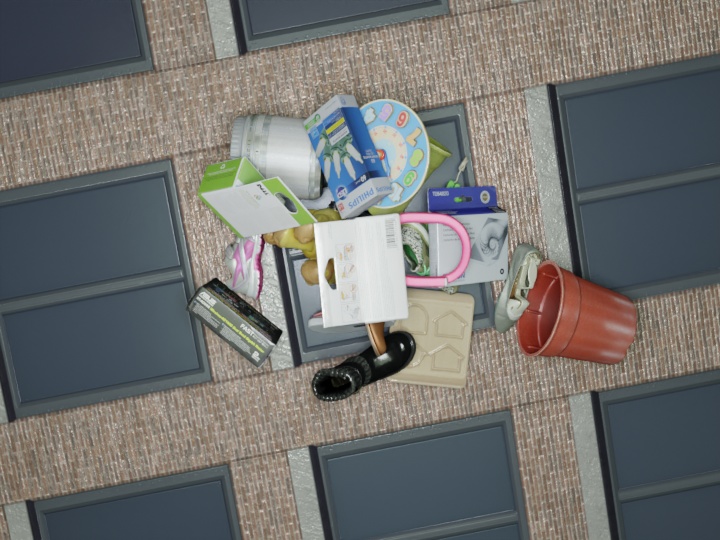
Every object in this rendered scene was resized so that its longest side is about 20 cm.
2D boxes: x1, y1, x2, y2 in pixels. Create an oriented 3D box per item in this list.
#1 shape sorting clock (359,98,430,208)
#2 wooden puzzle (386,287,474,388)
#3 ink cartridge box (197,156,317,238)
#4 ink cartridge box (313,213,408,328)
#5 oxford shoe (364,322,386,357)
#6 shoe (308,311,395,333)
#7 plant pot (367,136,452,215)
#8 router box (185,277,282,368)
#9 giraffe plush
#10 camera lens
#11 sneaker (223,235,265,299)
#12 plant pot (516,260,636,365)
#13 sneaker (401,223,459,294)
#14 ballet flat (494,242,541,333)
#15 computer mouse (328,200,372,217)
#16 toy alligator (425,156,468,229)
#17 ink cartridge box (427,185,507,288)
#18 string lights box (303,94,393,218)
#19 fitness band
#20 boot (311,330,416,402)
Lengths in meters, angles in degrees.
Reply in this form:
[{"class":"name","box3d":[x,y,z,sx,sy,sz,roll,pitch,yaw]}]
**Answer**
[{"class":"shape sorting clock","box3d":[0.043,-0.222,1.337,0.195,0.039,0.207,8,104,32]},{"class":"wooden puzzle","box3d":[0.151,0.146,1.540,0.179,0.046,0.207,5,90,-2]},{"class":"ink cartridge box","box3d":[-0.190,-0.146,1.351,0.195,0.148,0.078,-8,54,30]},{"class":"ink cartridge box","box3d":[0.000,0.000,1.365,0.171,0.045,0.207,-6,92,-9]},{"class":"oxford shoe","box3d":[0.037,0.074,1.434,0.069,0.072,0.206,-10,69,6]},{"class":"shoe","box3d":[-0.019,0.079,1.521,0.194,0.072,0.094,-7,68,14]},{"class":"plant pot","box3d":[0.062,-0.211,1.448,0.197,0.201,0.187,29,105,-3]},{"class":"router box","box3d":[-0.260,0.106,1.472,0.198,0.150,0.063,39,94,-4]},{"class":"giraffe plush","box3d":[-0.092,-0.041,1.481,0.197,0.171,0.167,-21,108,-34]},{"class":"camera lens","box3d":[-0.161,-0.234,1.442,0.193,0.160,0.165,5,95,-1]},{"class":"sneaker","box3d":[-0.250,-0.043,1.495,0.085,0.081,0.207,4,92,-1]},{"class":"plant pot","box3d":[0.458,0.103,1.477,0.190,0.201,0.207,14,94,-11]},{"class":"sneaker","box3d":[0.132,-0.014,1.484,0.201,0.076,0.089,49,49,-15]},{"class":"ballet flat","box3d":[0.338,0.044,1.502,0.066,0.063,0.206,7,102,-32]},{"class":"computer mouse","box3d":[-0.001,-0.104,1.423,0.058,0.198,0.035,34,102,38]},{"class":"toy alligator","box3d":[0.190,-0.145,1.507,0.054,0.059,0.202,34,93,-4]},{"class":"ink cartridge box","box3d":[0.229,-0.074,1.480,0.195,0.040,0.207,-6,96,-30]},{"class":"string lights box","box3d":[-0.024,-0.215,1.327,0.102,0.058,0.205,-28,81,39]},{"class":"fitness band","box3d":[0.124,-0.042,1.406,0.193,0.037,0.149,2,96,7]},{"class":"boot","box3d":[0.010,0.201,1.455,0.209,0.157,0.081,-36,76,19]}]
